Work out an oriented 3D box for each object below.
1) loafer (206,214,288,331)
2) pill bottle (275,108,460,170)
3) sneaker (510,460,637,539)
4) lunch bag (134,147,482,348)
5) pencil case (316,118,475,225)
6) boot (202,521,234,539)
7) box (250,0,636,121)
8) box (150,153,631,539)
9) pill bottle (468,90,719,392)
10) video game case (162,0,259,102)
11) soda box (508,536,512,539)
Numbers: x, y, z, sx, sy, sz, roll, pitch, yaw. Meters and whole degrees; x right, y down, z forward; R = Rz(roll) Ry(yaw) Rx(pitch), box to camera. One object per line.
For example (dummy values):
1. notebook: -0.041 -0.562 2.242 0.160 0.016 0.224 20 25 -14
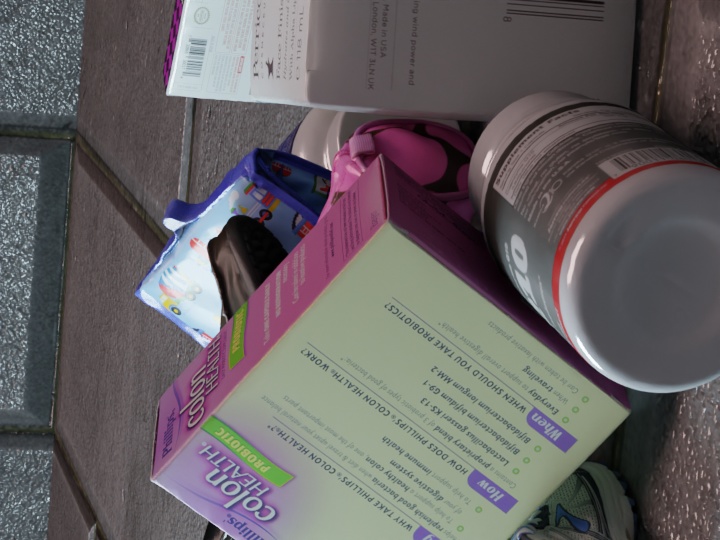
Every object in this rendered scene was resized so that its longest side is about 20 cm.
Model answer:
1. loafer: -0.068 0.065 1.511 0.073 0.071 0.201 -33 -70 -70
2. pill bottle: 0.001 -0.065 1.682 0.200 0.119 0.120 140 131 -70
3. sneaker: 0.110 0.159 1.307 0.200 0.085 0.078 -128 43 -68
4. lunch bag: -0.042 0.001 1.582 0.151 0.199 0.094 -44 25 41
5. pencil case: 0.000 0.000 1.388 0.091 0.093 0.201 -79 11 -52
6. boot: -0.111 0.203 2.120 0.212 0.079 0.158 -67 30 27
7. box: 0.049 -0.188 1.370 0.131 0.199 0.200 -166 79 -74
8. box: 0.015 0.074 1.303 0.200 0.176 0.097 -48 18 17
9. pill bottle: 0.127 -0.022 1.218 0.200 0.113 0.115 -129 44 -68
10. video game case: -0.043 -0.211 1.754 0.036 0.180 0.201 -104 22 -48
11. soda box: 0.047 0.143 1.584 0.200 0.064 0.068 -163 74 -74
